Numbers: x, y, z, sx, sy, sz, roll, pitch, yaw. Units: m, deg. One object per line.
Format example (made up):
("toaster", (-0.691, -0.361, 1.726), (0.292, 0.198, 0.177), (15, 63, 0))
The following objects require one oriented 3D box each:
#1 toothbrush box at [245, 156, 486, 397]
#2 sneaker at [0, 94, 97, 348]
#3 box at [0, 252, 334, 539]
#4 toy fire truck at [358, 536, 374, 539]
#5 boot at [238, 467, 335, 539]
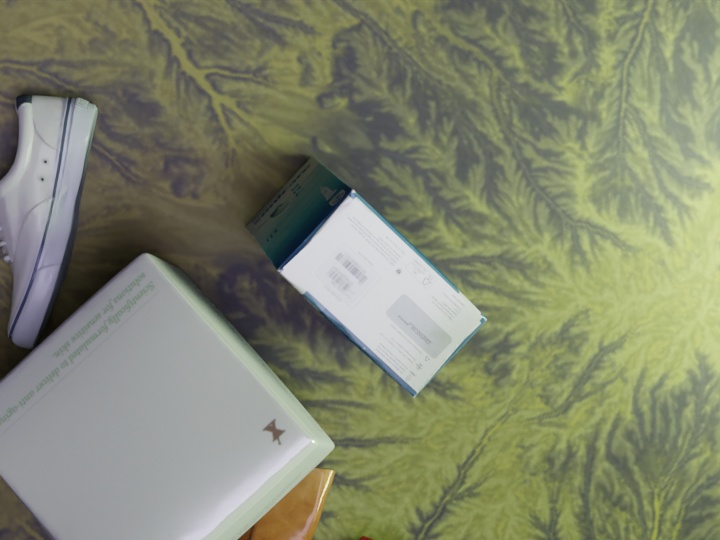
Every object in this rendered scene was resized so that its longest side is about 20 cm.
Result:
("toothbrush box", (0.000, 0.000, 1.586), (0.146, 0.200, 0.085), (43, 92, -15))
("sneaker", (-0.259, -0.041, 1.605), (0.071, 0.073, 0.200), (12, 89, -3))
("box", (-0.159, 0.127, 1.570), (0.199, 0.171, 0.200), (-42, 84, 0))
("toy fire truck", (0.041, 0.334, 1.724), (0.200, 0.049, 0.141), (44, 73, -25))
("boot", (-0.051, 0.258, 1.659), (0.188, 0.068, 0.200), (12, 81, 12))
